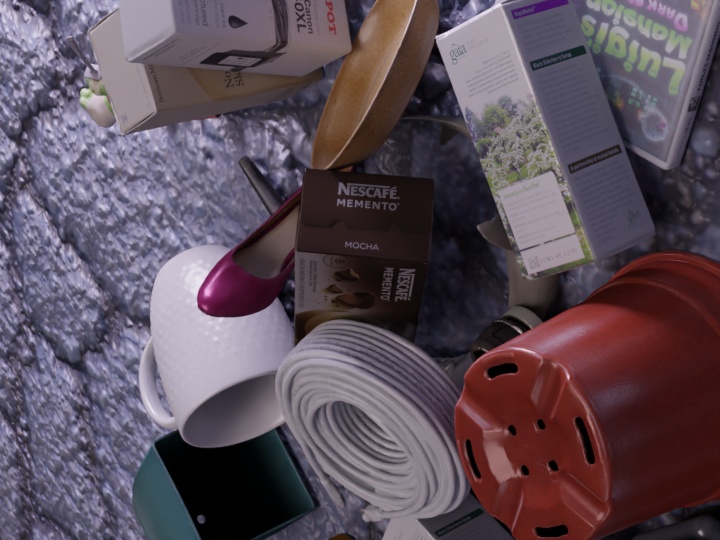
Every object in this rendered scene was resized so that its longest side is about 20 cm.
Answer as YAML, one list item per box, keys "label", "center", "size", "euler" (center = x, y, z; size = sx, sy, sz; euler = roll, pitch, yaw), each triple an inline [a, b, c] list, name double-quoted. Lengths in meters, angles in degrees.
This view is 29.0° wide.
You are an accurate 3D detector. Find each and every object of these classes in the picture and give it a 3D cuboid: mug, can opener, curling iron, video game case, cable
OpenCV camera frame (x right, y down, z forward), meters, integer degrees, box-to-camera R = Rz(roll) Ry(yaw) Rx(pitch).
- label: "mug"
  center: [-0.162, 0.085, 1.456]
  size: [0.200, 0.147, 0.177]
  euler: [-40, 59, 28]
- label: "can opener"
  center: [0.219, 0.228, 1.106]
  size: [0.066, 0.053, 0.200]
  euler: [32, 156, -10]
- label: "curling iron"
  center: [-0.066, -0.040, 1.401]
  size: [0.201, 0.025, 0.050]
  euler: [57, 175, 22]
- label: "video game case"
  center: [0.184, -0.201, 1.056]
  size: [0.199, 0.023, 0.184]
  euler: [36, 129, 35]
- label: "cable"
  center: [0.017, 0.133, 1.215]
  size: [0.199, 0.069, 0.201]
  euler: [-4, 126, 48]

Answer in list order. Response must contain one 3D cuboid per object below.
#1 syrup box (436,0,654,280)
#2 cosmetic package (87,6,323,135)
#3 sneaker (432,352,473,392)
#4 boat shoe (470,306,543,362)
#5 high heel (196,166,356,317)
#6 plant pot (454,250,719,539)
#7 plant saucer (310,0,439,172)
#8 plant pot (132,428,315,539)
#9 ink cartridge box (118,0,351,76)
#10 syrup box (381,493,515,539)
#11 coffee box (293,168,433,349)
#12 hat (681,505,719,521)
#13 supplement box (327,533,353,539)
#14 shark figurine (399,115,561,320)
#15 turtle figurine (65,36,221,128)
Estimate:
- label: "syrup box"
  center: [0.140, -0.104, 1.053]
  size: [0.078, 0.081, 0.202]
  euler: [-19, 91, 51]
- label: "cosmetic package"
  center: [-0.141, -0.200, 1.294]
  size: [0.073, 0.199, 0.105]
  euler: [-19, 91, 49]
- label: "sneaker"
  center: [0.064, 0.105, 1.273]
  size: [0.085, 0.072, 0.200]
  euler: [56, 139, 14]
- label: "boat shoe"
  center: [0.149, 0.133, 1.171]
  size: [0.071, 0.060, 0.203]
  euler: [-2, 116, 58]
- label: "high heel"
  center: [-0.074, -0.032, 1.285]
  size: [0.067, 0.199, 0.097]
  euler: [41, 139, 22]
- label: "plant pot"
  center: [0.187, 0.106, 1.032]
  size: [0.200, 0.194, 0.204]
  euler: [20, 118, 44]
- label: "plant saucer"
  center: [0.018, -0.166, 1.179]
  size: [0.035, 0.202, 0.200]
  euler: [24, 139, -15]
- label: "plant pot"
  center: [-0.172, 0.262, 1.567]
  size: [0.142, 0.140, 0.200]
  euler: [61, 147, 12]
- label: "ink cartridge box"
  center: [-0.112, -0.257, 1.225]
  size: [0.083, 0.198, 0.147]
  euler: [-17, 79, 47]
- label: "syrup box"
  center: [0.111, 0.291, 1.286]
  size: [0.200, 0.081, 0.079]
  euler: [45, 132, 29]
- label: "coffee box"
  center: [0.000, 0.000, 1.209]
  size: [0.201, 0.111, 0.081]
  euler: [97, 178, -62]
- label: "hat"
  center: [0.295, 0.278, 1.067]
  size: [0.199, 0.080, 0.203]
  euler: [20, 117, 44]
- label: "supplement box"
  center: [-0.047, 0.416, 1.427]
  size: [0.132, 0.196, 0.203]
  euler: [24, 121, 41]
- label: "shark figurine"
  center: [0.111, -0.058, 1.150]
  size: [0.128, 0.089, 0.216]
  euler: [-35, 79, 48]
- label: "turtle figurine"
  center: [-0.229, -0.233, 1.434]
  size: [0.193, 0.198, 0.146]
  euler: [-16, 58, 54]
